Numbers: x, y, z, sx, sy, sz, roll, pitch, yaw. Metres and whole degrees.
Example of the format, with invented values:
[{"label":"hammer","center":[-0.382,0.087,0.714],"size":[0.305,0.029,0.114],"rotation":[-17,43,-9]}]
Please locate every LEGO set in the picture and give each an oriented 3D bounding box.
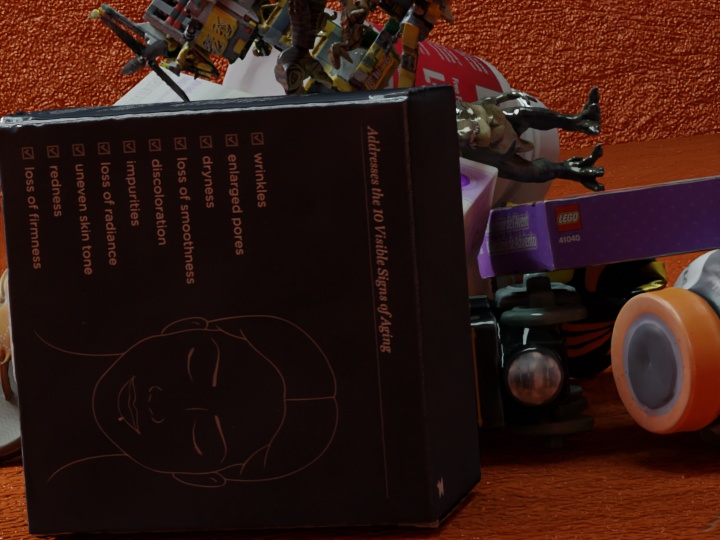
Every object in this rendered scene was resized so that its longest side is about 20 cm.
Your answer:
[{"label":"LEGO set","center":[-0.042,-0.116,1.406],"size":[0.154,0.116,0.200],"rotation":[37,-24,-10]}]

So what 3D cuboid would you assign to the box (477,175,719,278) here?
[{"label":"box","center":[0.173,-0.029,1.511],"size":[0.200,0.039,0.137],"rotation":[-8,-1,-14]}]

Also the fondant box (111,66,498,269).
[{"label":"fondant box","center":[-0.044,-0.033,1.475],"size":[0.200,0.058,0.144],"rotation":[18,27,11]}]

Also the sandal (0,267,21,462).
[{"label":"sandal","center":[-0.164,0.016,1.576],"size":[0.082,0.200,0.055],"rotation":[41,-7,22]}]

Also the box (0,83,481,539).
[{"label":"box","center":[-0.054,0.017,1.339],"size":[0.196,0.200,0.124],"rotation":[-2,5,14]}]

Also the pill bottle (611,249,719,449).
[{"label":"pill bottle","center":[0.227,0.035,1.445],"size":[0.200,0.106,0.106],"rotation":[-7,6,-30]}]

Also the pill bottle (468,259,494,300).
[{"label":"pill bottle","center":[0.003,0.015,1.784],"size":[0.200,0.114,0.113],"rotation":[-5,6,-16]}]

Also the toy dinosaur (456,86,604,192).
[{"label":"toy dinosaur","center":[0.091,-0.068,1.575],"size":[0.088,0.048,0.200],"rotation":[-2,-12,7]}]

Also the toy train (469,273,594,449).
[{"label":"toy train","center":[0.065,0.048,1.534],"size":[0.114,0.085,0.200],"rotation":[-3,5,1]}]

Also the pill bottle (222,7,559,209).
[{"label":"pill bottle","center":[0.022,-0.084,1.691],"size":[0.200,0.112,0.112],"rotation":[13,-7,-44]}]

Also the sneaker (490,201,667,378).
[{"label":"sneaker","center":[0.142,0.017,1.679],"size":[0.090,0.070,0.200],"rotation":[1,-20,21]}]
